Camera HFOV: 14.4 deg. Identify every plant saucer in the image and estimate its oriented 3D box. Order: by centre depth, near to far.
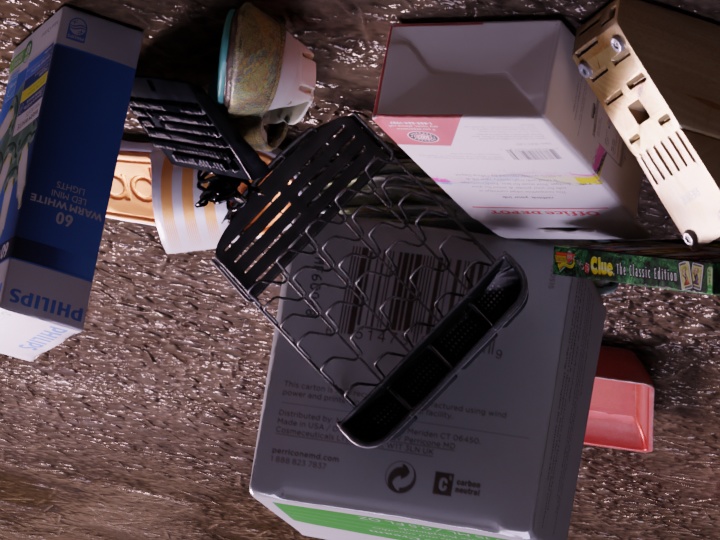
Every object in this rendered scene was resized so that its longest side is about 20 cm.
[{"bbox_3d":[0.143,0.093,2.318,0.198,0.037,0.200,8,163,8],"label":"plant saucer"}]

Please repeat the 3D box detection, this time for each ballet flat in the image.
[{"bbox_3d":[-0.059,-0.116,1.750,0.070,0.071,0.200,12,168,-4],"label":"ballet flat"}]

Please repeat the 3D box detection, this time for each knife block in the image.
[{"bbox_3d":[0.244,-0.098,1.668,0.201,0.175,0.064,58,154,1],"label":"knife block"}]

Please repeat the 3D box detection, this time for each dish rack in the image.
[{"bbox_3d":[0.000,0.000,1.827,0.200,0.153,0.055,46,-176,19],"label":"dish rack"}]

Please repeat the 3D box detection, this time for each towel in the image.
[{"bbox_3d":[0.064,-0.026,1.990,0.170,0.048,0.200,0,160,38],"label":"towel"}]

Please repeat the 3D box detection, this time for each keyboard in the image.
[{"bbox_3d":[-0.110,-0.073,1.794,0.104,0.040,0.200,49,171,-15],"label":"keyboard"}]

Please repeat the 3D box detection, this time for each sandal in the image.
[{"bbox_3d":[-0.137,-0.046,1.965,0.205,0.059,0.080,2,123,25],"label":"sandal"}]

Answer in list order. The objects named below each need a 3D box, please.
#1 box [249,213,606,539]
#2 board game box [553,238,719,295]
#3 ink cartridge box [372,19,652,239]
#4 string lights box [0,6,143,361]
[{"bbox_3d":[0.049,0.085,1.921,0.198,0.201,0.171,7,168,13],"label":"box"},{"bbox_3d":[0.207,-0.003,1.722,0.104,0.024,0.200,0,-177,-24],"label":"board game box"},{"bbox_3d":[0.103,-0.083,1.756,0.116,0.068,0.200,2,159,27],"label":"ink cartridge box"},{"bbox_3d":[-0.196,-0.053,1.796,0.059,0.201,0.103,17,160,-21],"label":"string lights box"}]
